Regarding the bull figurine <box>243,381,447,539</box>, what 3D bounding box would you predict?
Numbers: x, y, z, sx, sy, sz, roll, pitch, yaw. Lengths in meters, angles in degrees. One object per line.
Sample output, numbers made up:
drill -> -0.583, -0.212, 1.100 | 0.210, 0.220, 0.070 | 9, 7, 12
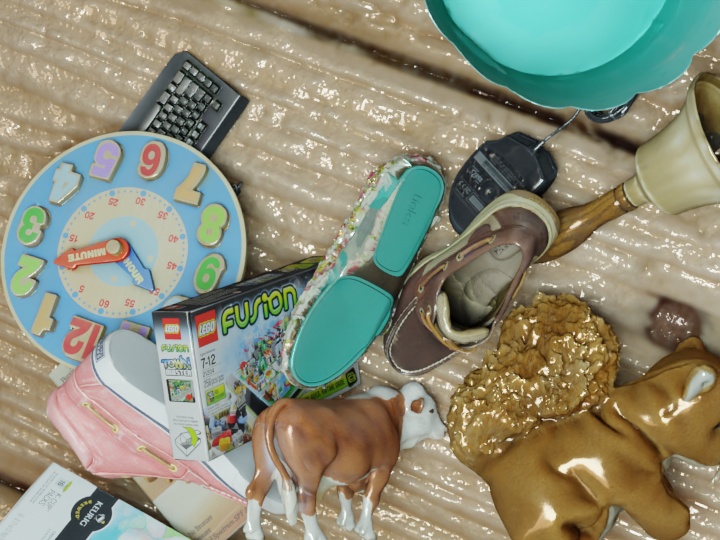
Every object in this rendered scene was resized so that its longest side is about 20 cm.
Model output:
bull figurine -> -0.012, 0.142, 1.041 | 0.065, 0.200, 0.122 | 6, 89, 40

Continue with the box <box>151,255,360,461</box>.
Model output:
box -> -0.073, 0.061, 1.037 | 0.035, 0.200, 0.110 | -1, 102, 33

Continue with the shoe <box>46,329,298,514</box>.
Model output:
shoe -> -0.141, 0.133, 1.052 | 0.200, 0.072, 0.091 | 40, 122, -18

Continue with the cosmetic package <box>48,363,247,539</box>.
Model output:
cosmetic package -> -0.147, 0.123, 1.141 | 0.103, 0.087, 0.200 | -44, 84, 23

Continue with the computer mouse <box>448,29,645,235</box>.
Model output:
computer mouse -> 0.141, -0.098, 1.019 | 0.200, 0.034, 0.059 | -43, 73, 18

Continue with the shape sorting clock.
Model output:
shape sorting clock -> -0.187, -0.015, 1.081 | 0.200, 0.039, 0.200 | -2, 80, 9

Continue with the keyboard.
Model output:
keyboard -> -0.160, -0.066, 1.118 | 0.127, 0.021, 0.200 | 39, 101, 12

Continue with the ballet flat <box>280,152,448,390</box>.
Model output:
ballet flat -> 0.000, 0.000, 1.045 | 0.076, 0.064, 0.200 | 35, 85, -24

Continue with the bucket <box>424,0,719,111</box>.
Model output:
bucket -> 0.135, -0.210, 0.902 | 0.207, 0.135, 0.207 | 0, 103, 1

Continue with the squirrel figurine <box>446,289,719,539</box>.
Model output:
squirrel figurine -> 0.173, 0.107, 0.994 | 0.187, 0.142, 0.200 | -41, 88, 17

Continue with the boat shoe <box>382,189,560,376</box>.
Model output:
boat shoe -> 0.071, 0.024, 1.022 | 0.072, 0.072, 0.200 | 38, 130, -7

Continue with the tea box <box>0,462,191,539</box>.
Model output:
tea box -> -0.207, 0.299, 1.136 | 0.197, 0.134, 0.200 | 25, 141, 14

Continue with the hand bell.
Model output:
hand bell -> 0.187, -0.050, 0.993 | 0.200, 0.104, 0.104 | -29, 90, 37
